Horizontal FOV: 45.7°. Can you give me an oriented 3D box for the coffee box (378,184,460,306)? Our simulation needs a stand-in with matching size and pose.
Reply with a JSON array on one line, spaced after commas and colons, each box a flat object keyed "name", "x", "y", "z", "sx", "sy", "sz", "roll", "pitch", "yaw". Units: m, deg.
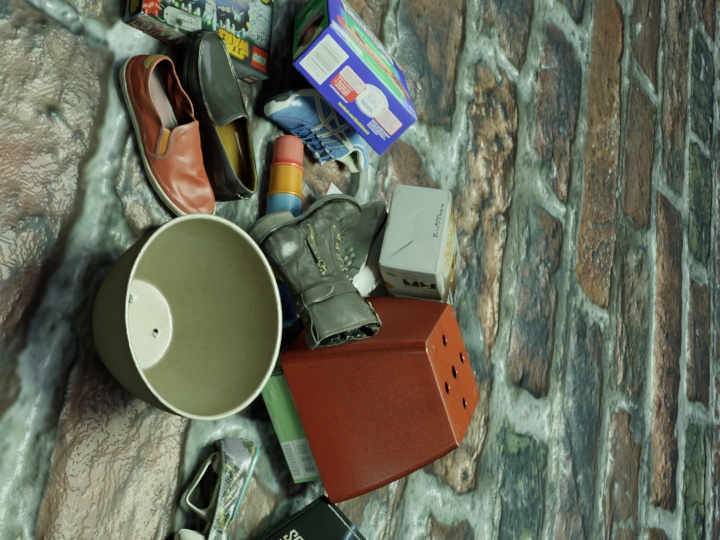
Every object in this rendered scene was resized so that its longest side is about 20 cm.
[{"name": "coffee box", "x": 0.083, "y": -0.014, "z": 1.145, "sx": 0.201, "sy": 0.078, "sz": 0.117, "roll": 68, "pitch": 33, "yaw": -64}]

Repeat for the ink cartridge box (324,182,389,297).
[{"name": "ink cartridge box", "x": -0.014, "y": -0.014, "z": 1.195, "sx": 0.200, "sy": 0.050, "sz": 0.111, "roll": 46, "pitch": 52, "yaw": -34}]

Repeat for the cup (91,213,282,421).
[{"name": "cup", "x": -0.200, "y": 0.052, "z": 0.891, "sx": 0.198, "sy": 0.141, "sz": 0.206, "roll": 10, "pitch": 76, "yaw": -49}]

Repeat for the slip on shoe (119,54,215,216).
[{"name": "slip on shoe", "x": -0.211, "y": -0.148, "z": 0.974, "sx": 0.074, "sy": 0.060, "sz": 0.204, "roll": -34, "pitch": 111, "yaw": -48}]

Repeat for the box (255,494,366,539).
[{"name": "box", "x": -0.042, "y": 0.388, "z": 0.985, "sx": 0.200, "sy": 0.087, "sz": 0.162, "roll": 44, "pitch": 36, "yaw": 22}]

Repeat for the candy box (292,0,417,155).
[{"name": "candy box", "x": -0.011, "y": -0.272, "z": 1.135, "sx": 0.169, "sy": 0.077, "sz": 0.201, "roll": 43, "pitch": 20, "yaw": -26}]

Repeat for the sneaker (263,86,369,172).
[{"name": "sneaker", "x": -0.049, "y": -0.191, "z": 1.159, "sx": 0.198, "sy": 0.075, "sz": 0.079, "roll": 11, "pitch": 71, "yaw": -47}]

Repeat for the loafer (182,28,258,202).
[{"name": "loafer", "x": -0.156, "y": -0.183, "z": 1.011, "sx": 0.072, "sy": 0.071, "sz": 0.205, "roll": -25, "pitch": 111, "yaw": -39}]

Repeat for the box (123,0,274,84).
[{"name": "box", "x": -0.189, "y": -0.331, "z": 1.045, "sx": 0.198, "sy": 0.039, "sz": 0.140, "roll": 17, "pitch": 73, "yaw": -48}]

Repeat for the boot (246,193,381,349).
[{"name": "boot", "x": -0.031, "y": 0.005, "z": 1.008, "sx": 0.198, "sy": 0.069, "sz": 0.175, "roll": -21, "pitch": 68, "yaw": -46}]

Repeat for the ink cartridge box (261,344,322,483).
[{"name": "ink cartridge box", "x": -0.055, "y": 0.159, "z": 1.122, "sx": 0.200, "sy": 0.047, "sz": 0.148, "roll": -50, "pitch": 124, "yaw": -64}]

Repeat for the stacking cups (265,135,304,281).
[{"name": "stacking cups", "x": -0.095, "y": -0.072, "z": 1.100, "sx": 0.060, "sy": 0.060, "sz": 0.205, "roll": 23, "pitch": 66, "yaw": -45}]

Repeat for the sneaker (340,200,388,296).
[{"name": "sneaker", "x": 0.000, "y": 0.000, "z": 1.120, "sx": 0.202, "sy": 0.075, "sz": 0.081, "roll": -59, "pitch": 135, "yaw": -35}]

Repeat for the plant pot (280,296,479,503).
[{"name": "plant pot", "x": 0.040, "y": 0.143, "z": 1.074, "sx": 0.200, "sy": 0.173, "sz": 0.204, "roll": -44, "pitch": 117, "yaw": -63}]

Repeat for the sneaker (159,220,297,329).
[{"name": "sneaker", "x": -0.145, "y": 0.006, "z": 0.992, "sx": 0.200, "sy": 0.103, "sz": 0.077, "roll": 43, "pitch": 53, "yaw": -37}]

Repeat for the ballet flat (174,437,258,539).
[{"name": "ballet flat", "x": -0.171, "y": 0.285, "z": 0.960, "sx": 0.072, "sy": 0.071, "sz": 0.204, "roll": 34, "pitch": 59, "yaw": -41}]
